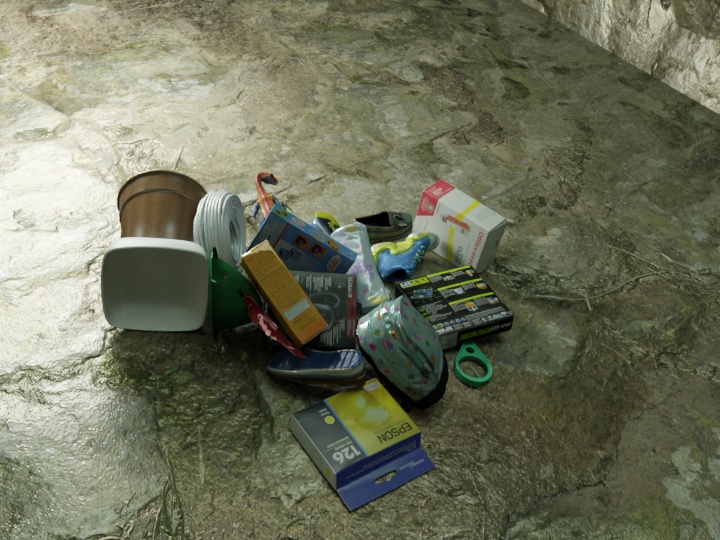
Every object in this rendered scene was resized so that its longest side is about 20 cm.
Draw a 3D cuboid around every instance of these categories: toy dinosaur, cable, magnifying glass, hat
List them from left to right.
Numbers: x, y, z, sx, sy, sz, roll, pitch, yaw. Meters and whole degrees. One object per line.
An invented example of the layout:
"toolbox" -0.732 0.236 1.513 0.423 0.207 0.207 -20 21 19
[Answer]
"cable" -0.287 -0.063 1.580 0.068 0.203 0.200 -3 14 6
"hat" -0.192 0.055 1.437 0.174 0.203 0.166 -1 3 -4
"toy dinosaur" -0.198 -0.145 1.745 0.104 0.200 0.184 -17 91 -20
"magnifying glass" 0.229 0.165 1.603 0.079 0.023 0.201 7 37 -8

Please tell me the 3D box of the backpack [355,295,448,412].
"backpack" 0.079 0.145 1.431 0.200 0.126 0.168 47 17 -28

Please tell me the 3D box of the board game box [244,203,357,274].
"board game box" -0.128 -0.028 1.580 0.199 0.152 0.037 31 37 -10

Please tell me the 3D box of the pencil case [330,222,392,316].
"pencil case" 0.000 0.000 1.624 0.083 0.090 0.202 0 63 -47

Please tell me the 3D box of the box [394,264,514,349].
"box" 0.201 0.077 1.659 0.198 0.048 0.193 -13 39 -21

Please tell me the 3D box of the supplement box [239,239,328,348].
"supplement box" -0.146 0.045 1.428 0.069 0.067 0.201 -36 87 -17

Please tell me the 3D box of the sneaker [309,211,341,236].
"sneaker" -0.061 -0.035 1.728 0.074 0.082 0.201 0 54 -51

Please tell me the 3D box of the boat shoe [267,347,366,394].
"boat shoe" -0.082 0.195 1.423 0.198 0.073 0.072 0 35 26

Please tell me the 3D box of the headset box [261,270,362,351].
"headset box" -0.091 0.083 1.506 0.197 0.077 0.151 3 77 -14

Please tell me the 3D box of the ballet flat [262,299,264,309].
"ballet flat" -0.125 0.066 1.575 0.197 0.072 0.069 3 32 -13

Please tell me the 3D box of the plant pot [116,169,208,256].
"plant pot" -0.408 -0.066 1.569 0.198 0.201 0.200 3 47 -13

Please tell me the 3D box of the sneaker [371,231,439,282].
"sneaker" 0.113 -0.022 1.769 0.198 0.076 0.106 -16 59 -23

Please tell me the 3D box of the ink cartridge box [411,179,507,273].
"ink cartridge box" 0.234 -0.101 1.832 0.199 0.146 0.083 34 43 24

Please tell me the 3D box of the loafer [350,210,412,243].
"loafer" 0.055 -0.114 1.859 0.198 0.063 0.072 -19 49 -35

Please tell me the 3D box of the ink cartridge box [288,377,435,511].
"ink cartridge box" 0.006 0.300 1.351 0.196 0.047 0.200 -17 45 -35

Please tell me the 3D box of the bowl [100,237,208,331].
"bowl" -0.389 0.017 1.449 0.197 0.202 0.075 3 38 -14
